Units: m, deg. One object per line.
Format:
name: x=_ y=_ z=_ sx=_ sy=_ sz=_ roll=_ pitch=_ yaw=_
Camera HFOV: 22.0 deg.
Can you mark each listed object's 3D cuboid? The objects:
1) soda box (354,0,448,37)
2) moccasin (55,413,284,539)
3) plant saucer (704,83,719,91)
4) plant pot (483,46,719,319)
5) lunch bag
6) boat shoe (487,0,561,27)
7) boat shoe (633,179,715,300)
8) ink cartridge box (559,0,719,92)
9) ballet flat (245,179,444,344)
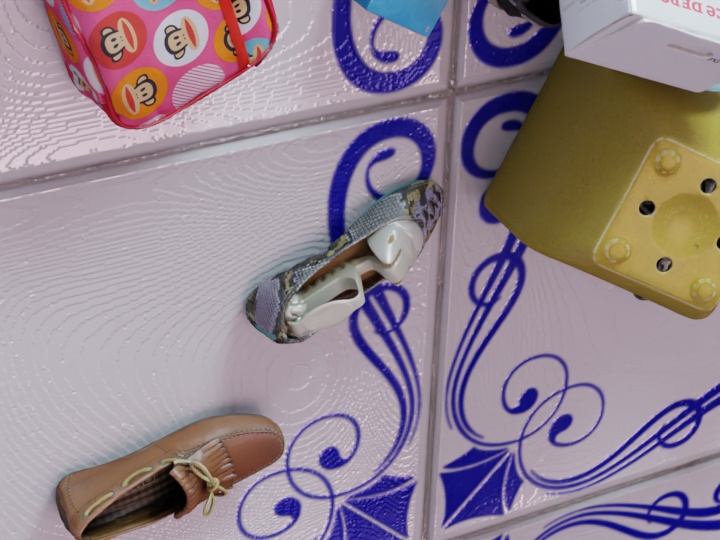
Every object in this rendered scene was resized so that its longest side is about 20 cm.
soda box: x=0.061 y=-0.285 z=1.409 sx=0.068 sy=0.064 sz=0.200 roll=18 pitch=108 yaw=-38
moccasin: x=-0.155 y=0.178 z=1.565 sx=0.201 sy=0.078 sz=0.074 roll=-15 pitch=126 yaw=-23
plant saucer: x=0.221 y=-0.212 z=1.483 sx=0.201 sy=0.201 sz=0.039 roll=17 pitch=135 yaw=-38
plant pot: x=0.242 y=-0.067 z=1.529 sx=0.194 sy=0.200 sz=0.196 roll=23 pitch=107 yaw=-14
lunch bag: x=-0.142 y=-0.217 z=1.323 sx=0.176 sy=0.082 sz=0.200 roll=-32 pitch=132 yaw=-15
boat shoe: x=0.129 y=-0.241 z=1.419 sx=0.073 sy=0.063 sz=0.200 roll=-53 pitch=164 yaw=-5
boat shoe: x=0.280 y=-0.056 z=1.687 sx=0.064 sy=0.071 sz=0.200 roll=-19 pitch=129 yaw=-21
ink cartridge box: x=0.220 y=-0.246 z=1.378 sx=0.145 sy=0.200 sz=0.083 roll=10 pitch=157 yaw=-33
ballet flat: x=0.000 y=0.000 z=1.553 sx=0.200 sy=0.072 sz=0.072 roll=-34 pitch=131 yaw=-8
